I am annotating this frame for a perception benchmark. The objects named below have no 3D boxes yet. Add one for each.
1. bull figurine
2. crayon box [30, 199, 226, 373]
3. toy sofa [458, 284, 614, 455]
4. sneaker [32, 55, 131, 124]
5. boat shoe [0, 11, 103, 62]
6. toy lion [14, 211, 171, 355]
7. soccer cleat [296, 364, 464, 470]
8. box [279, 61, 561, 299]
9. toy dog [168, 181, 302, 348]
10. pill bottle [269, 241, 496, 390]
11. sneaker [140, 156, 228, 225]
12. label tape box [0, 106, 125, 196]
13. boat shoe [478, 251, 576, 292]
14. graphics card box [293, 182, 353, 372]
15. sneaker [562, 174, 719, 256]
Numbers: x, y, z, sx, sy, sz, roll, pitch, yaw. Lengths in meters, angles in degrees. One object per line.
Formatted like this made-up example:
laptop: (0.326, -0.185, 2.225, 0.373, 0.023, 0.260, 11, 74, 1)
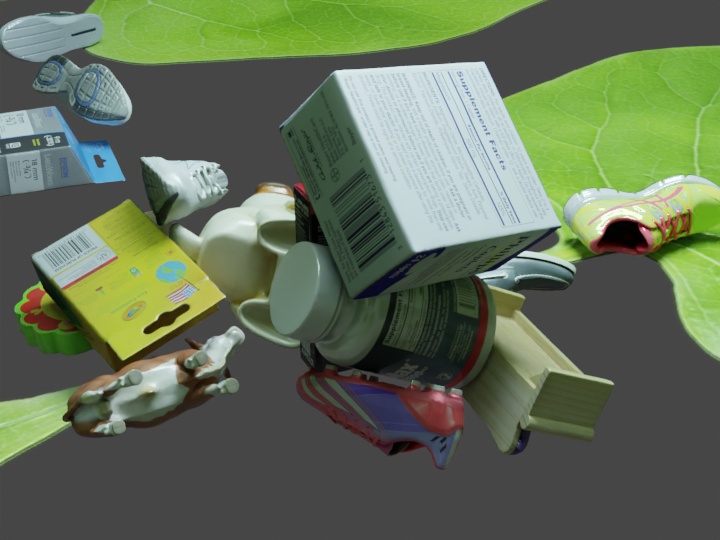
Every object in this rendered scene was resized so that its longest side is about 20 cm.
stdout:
bull figurine: (-0.185, 0.109, 1.399, 0.199, 0.066, 0.121, -24, 2, -24)
crayon box: (-0.234, 0.021, 1.492, 0.126, 0.051, 0.200, -32, 47, -19)
toy sofa: (0.152, 0.099, 1.434, 0.082, 0.098, 0.200, 14, 19, -30)
sneaker: (-0.372, -0.243, 2.041, 0.199, 0.087, 0.075, 30, 83, 44)
boat shoe: (-0.505, -0.374, 2.340, 0.071, 0.073, 0.199, 11, 19, 39)
toy lion: (-0.282, 0.021, 1.598, 0.190, 0.069, 0.200, -15, 30, -10)
soccer cleat: (0.011, 0.135, 1.374, 0.199, 0.077, 0.066, 5, -10, 39)
box: (0.055, -0.086, 1.351, 0.199, 0.105, 0.185, -10, 70, -41)
toy dog: (-0.103, -0.018, 1.594, 0.192, 0.141, 0.200, 7, 17, 5)
pill bottle: (0.019, 0.039, 1.402, 0.199, 0.120, 0.120, 15, 18, -30)
sneaker: (-0.187, -0.094, 1.572, 0.086, 0.075, 0.200, -13, 7, -2)
label tape box: (-0.422, -0.160, 1.926, 0.198, 0.064, 0.144, -10, 30, -16)
boat shoe: (0.140, 0.015, 1.618, 0.198, 0.073, 0.062, 4, 70, -7)
graphics card box: (0.000, 0.000, 1.475, 0.124, 0.202, 0.051, -13, 28, -21)
sneaker: (0.343, -0.053, 1.718, 0.198, 0.079, 0.091, -9, 37, -4)
